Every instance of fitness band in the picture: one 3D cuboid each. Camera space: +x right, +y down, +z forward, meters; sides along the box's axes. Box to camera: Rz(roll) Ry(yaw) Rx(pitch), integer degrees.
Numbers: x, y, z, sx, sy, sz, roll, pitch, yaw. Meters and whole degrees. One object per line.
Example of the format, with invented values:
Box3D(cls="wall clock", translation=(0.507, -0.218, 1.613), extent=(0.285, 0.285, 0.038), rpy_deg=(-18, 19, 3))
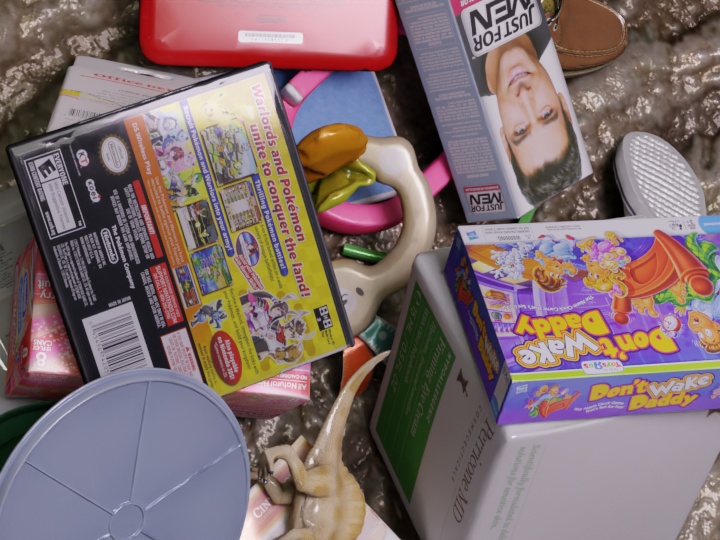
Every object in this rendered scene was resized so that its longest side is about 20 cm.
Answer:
Box3D(cls="fitness band", translation=(0.017, -0.118, 1.376), extent=(0.144, 0.037, 0.200), rpy_deg=(48, 66, -3))

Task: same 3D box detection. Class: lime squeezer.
Box3D(cls="lime squeezer", translation=(0.086, -0.021, 1.389), extent=(0.199, 0.038, 0.071), rpy_deg=(-20, 83, -23))

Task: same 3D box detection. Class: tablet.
Box3D(cls="tablet", translation=(-0.065, -0.099, 1.367), extent=(0.199, 0.014, 0.131), rpy_deg=(-16, 82, -24))

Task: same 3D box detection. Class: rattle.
Box3D(cls="rattle", translation=(0.000, 0.000, 1.268), extent=(0.129, 0.143, 0.202), rpy_deg=(2, 90, -17))

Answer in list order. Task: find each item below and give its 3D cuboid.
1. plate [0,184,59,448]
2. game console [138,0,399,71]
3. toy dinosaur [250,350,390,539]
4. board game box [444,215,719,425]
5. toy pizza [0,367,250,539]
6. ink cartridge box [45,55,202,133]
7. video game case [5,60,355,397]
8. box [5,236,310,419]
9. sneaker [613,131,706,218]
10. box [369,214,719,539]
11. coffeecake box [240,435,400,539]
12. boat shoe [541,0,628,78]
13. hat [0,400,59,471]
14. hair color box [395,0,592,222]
Box3D(cls="plate", translation=(-0.239, 0.042, 1.254), extent=(0.199, 0.032, 0.201), rpy_deg=(-29, 87, -24))
Box3D(cls="game console", translation=(-0.076, -0.244, 1.368), extent=(0.198, 0.119, 0.174), rpy_deg=(0, 97, -11))
Box3D(cls="toy dinosaur", translation=(-0.035, 0.151, 1.219), extent=(0.101, 0.058, 0.202), rpy_deg=(12, 78, -33))
Box3D(cls="board game box", translation=(0.169, 0.030, 1.162), extent=(0.198, 0.045, 0.135), rpy_deg=(-3, 48, -16))
Box3D(cls="toy pizza", translation=(-0.157, 0.156, 1.124), extent=(0.199, 0.032, 0.202), rpy_deg=(-15, 114, -36))
Box3D(cls="ink cartridge box", translation=(-0.163, -0.088, 1.254), extent=(0.116, 0.200, 0.068), rpy_deg=(12, 112, -8))
Box3D(cls="video game case", translation=(-0.114, -0.014, 1.147), extent=(0.180, 0.025, 0.201), rpy_deg=(-20, 102, -15))
Box3D(cls="box", translation=(-0.139, 0.041, 1.222), extent=(0.199, 0.095, 0.103), rpy_deg=(8, 74, -19))
Box3D(cls="sneaker", translation=(0.246, -0.019, 1.433), extent=(0.078, 0.080, 0.201), rpy_deg=(3, 50, -26))
Box3D(cls="box", translation=(0.136, 0.098, 1.261), extent=(0.199, 0.200, 0.172), rpy_deg=(-10, 50, -22))
Box3D(cls="coffeecake box", translation=(-0.034, 0.245, 1.252), extent=(0.200, 0.073, 0.154), rpy_deg=(47, 65, -3))
Box3D(cls="boat shoe", translation=(0.139, -0.207, 1.441), extent=(0.198, 0.068, 0.073), rpy_deg=(5, 74, -20))
Box3D(cls="hat", translation=(-0.227, 0.182, 1.115), extent=(0.165, 0.176, 0.200), rpy_deg=(41, 92, 5))
Box3D(cls="hair color box", translation=(0.102, -0.149, 1.356), extent=(0.099, 0.060, 0.201), rpy_deg=(-30, 108, -38))
